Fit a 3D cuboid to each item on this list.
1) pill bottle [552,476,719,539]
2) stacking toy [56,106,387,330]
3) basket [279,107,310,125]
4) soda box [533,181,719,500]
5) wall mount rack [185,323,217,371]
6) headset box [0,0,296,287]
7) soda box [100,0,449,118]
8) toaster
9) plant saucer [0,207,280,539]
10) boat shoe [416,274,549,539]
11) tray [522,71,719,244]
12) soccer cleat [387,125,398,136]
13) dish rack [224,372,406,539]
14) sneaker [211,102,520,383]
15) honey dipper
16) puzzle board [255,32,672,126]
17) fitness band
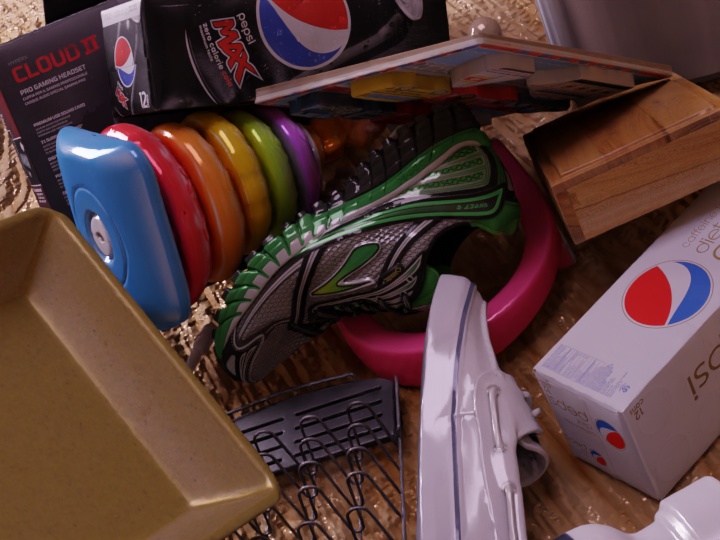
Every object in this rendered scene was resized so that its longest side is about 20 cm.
[{"bbox_3d":[0.080,0.174,0.632,0.199,0.116,0.116,-31,36,-4],"label":"pill bottle"},{"bbox_3d":[-0.065,-0.056,0.916,0.199,0.111,0.116,-26,23,-28],"label":"stacking toy"},{"bbox_3d":[-0.067,-0.152,1.101,0.200,0.180,0.136,-50,7,-15],"label":"basket"},{"bbox_3d":[0.180,0.015,0.797,0.200,0.068,0.063,-43,38,-18],"label":"soda box"},{"bbox_3d":[-0.183,0.084,0.959,0.198,0.076,0.173,6,18,37],"label":"wall mount rack"},{"bbox_3d":[-0.135,-0.085,0.975,0.147,0.202,0.075,-24,10,-14],"label":"headset box"},{"bbox_3d":[-0.046,-0.130,0.927,0.198,0.064,0.071,-10,6,-30],"label":"soda box"},{"bbox_3d":[0.181,-0.189,0.991,0.198,0.130,0.114,-11,38,23],"label":"toaster"},{"bbox_3d":[-0.167,0.082,0.754,0.199,0.200,0.049,-27,-18,-49],"label":"plant saucer"},{"bbox_3d":[0.061,0.090,0.790,0.064,0.074,0.202,2,55,2],"label":"boat shoe"},{"bbox_3d":[0.146,-0.069,0.878,0.098,0.037,0.200,-24,9,6],"label":"tray"},{"bbox_3d":[-0.025,-0.142,1.016,0.068,0.199,0.086,6,72,61],"label":"soccer cleat"},{"bbox_3d":[-0.044,0.126,0.825,0.152,0.055,0.201,-18,37,14],"label":"dish rack"},{"bbox_3d":[0.000,0.000,0.874,0.199,0.078,0.086,-39,78,16],"label":"sneaker"},{"bbox_3d":[0.030,-0.089,0.992,0.038,0.038,0.201,11,52,41],"label":"honey dipper"},{"bbox_3d":[0.061,-0.099,0.879,0.149,0.018,0.199,-8,-3,38],"label":"puzzle board"},{"bbox_3d":[0.044,-0.011,0.946,0.142,0.038,0.201,-29,35,1],"label":"fitness band"}]
